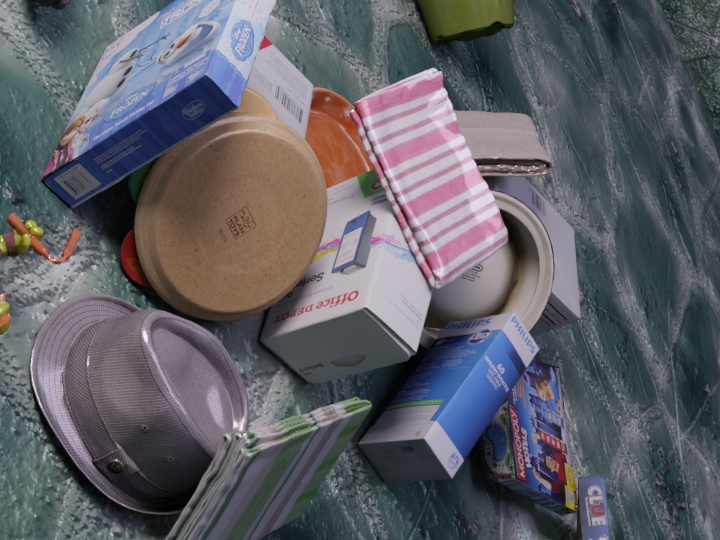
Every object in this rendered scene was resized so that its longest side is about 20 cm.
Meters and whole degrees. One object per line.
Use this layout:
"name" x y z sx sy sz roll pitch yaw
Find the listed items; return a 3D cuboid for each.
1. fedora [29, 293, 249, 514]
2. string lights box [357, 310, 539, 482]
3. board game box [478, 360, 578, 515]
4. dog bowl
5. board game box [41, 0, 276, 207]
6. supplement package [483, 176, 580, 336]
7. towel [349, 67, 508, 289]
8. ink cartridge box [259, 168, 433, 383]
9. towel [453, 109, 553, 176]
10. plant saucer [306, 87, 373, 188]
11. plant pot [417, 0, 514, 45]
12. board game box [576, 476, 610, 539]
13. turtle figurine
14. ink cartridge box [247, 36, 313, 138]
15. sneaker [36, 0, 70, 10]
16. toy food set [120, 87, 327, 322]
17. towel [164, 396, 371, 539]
"fedora" -0.160 0.098 1.006 0.200 0.090 0.177 58 31 -13
"string lights box" 0.095 0.131 1.316 0.059 0.103 0.200 55 52 -18
"board game box" 0.179 0.181 1.514 0.200 0.062 0.201 32 44 -42
"dog bowl" 0.119 0.000 1.435 0.200 0.200 0.074 54 -7 -19
"board game box" -0.168 -0.170 1.073 0.043 0.200 0.199 46 35 -28
"supplement package" 0.186 -0.029 1.620 0.200 0.111 0.156 40 39 -37
"towel" 0.074 -0.093 1.233 0.146 0.030 0.201 -32 98 -49
"ink cartridge box" 0.000 0.000 1.245 0.087 0.145 0.201 41 48 -32
"towel" 0.130 -0.162 1.551 0.133 0.199 0.035 -100 -168 -55
"plant saucer" -0.024 -0.112 1.427 0.200 0.032 0.201 35 43 -41
"plant pot" 0.145 -0.431 1.788 0.200 0.199 0.191 -18 96 -60
"board game box" 0.285 0.372 1.511 0.136 0.034 0.201 79 11 -50
"turtle figurine" -0.299 -0.010 0.891 0.161 0.064 0.200 49 42 -14
"ink cartridge box" -0.130 -0.146 1.231 0.146 0.083 0.201 43 37 -34
"sneaker" -0.291 -0.324 1.116 0.098 0.071 0.201 29 44 -46
"toy food set" -0.119 -0.049 1.119 0.198 0.049 0.200 -50 127 -9
"towel" -0.080 0.176 1.048 0.031 0.149 0.200 41 22 20
